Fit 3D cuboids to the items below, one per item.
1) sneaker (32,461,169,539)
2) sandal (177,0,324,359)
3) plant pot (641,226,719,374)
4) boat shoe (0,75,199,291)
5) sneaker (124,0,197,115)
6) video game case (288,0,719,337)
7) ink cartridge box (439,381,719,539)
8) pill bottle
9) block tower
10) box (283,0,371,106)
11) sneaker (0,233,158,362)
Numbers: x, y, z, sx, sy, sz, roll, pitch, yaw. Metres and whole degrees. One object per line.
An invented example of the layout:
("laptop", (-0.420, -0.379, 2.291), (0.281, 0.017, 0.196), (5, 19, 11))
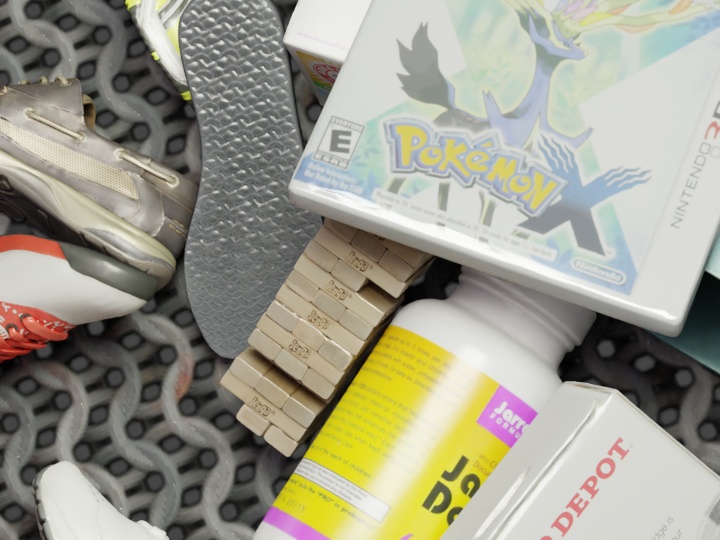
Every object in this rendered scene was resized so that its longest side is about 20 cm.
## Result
("sneaker", (-0.097, 0.176, 1.463), (0.087, 0.075, 0.200), (-36, 79, -14))
("sandal", (-0.057, -0.053, 1.498), (0.076, 0.043, 0.200), (-1, 100, 1))
("plant pot", (0.252, -0.039, 1.421), (0.141, 0.141, 0.200), (31, 76, 16))
("boat shoe", (-0.172, -0.066, 1.537), (0.200, 0.075, 0.073), (34, 73, 7))
("sneaker", (-0.094, -0.171, 1.544), (0.076, 0.075, 0.200), (-22, 74, 3))
("video game case", (0.090, -0.080, 1.364), (0.200, 0.022, 0.182), (19, 68, 11))
("ink cartridge box", (0.138, 0.169, 1.367), (0.200, 0.083, 0.145), (40, 84, -12))
("pill bottle", (0.038, 0.087, 1.437), (0.104, 0.104, 0.200), (31, 82, 16))
("block tower", (0.000, 0.000, 1.437), (0.054, 0.058, 0.200), (36, 114, 6))
("box", (0.074, -0.118, 1.482), (0.200, 0.113, 0.101), (20, 80, 15))
("sneaker", (-0.201, 0.036, 1.494), (0.201, 0.067, 0.108), (8, 77, 31))
